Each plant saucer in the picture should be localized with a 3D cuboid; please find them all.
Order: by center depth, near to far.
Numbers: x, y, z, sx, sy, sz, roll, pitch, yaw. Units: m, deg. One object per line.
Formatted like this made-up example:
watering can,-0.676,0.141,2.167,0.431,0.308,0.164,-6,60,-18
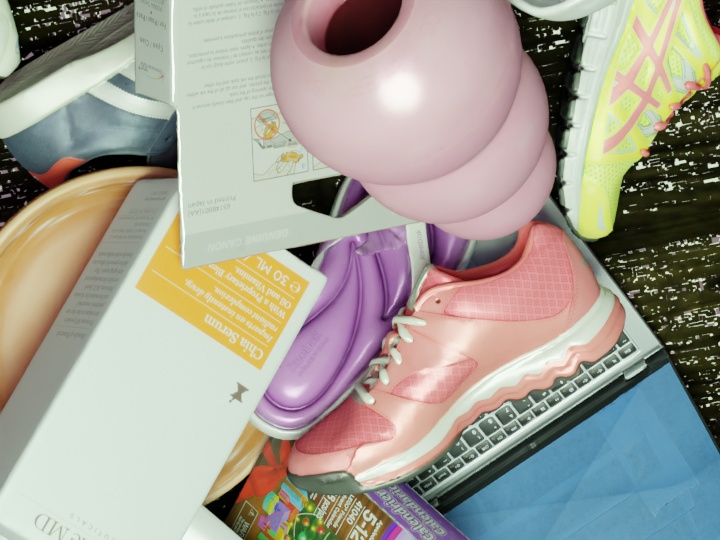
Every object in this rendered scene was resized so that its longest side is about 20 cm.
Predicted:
plant saucer,-0.127,0.040,1.413,0.200,0.037,0.201,-4,102,-20

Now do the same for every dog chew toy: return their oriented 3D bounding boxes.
dog chew toy,0.037,-0.081,1.298,0.124,0.125,0.200,-28,145,11

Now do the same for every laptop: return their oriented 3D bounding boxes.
laptop,0.081,0.093,1.418,0.187,0.116,0.200,-35,107,12

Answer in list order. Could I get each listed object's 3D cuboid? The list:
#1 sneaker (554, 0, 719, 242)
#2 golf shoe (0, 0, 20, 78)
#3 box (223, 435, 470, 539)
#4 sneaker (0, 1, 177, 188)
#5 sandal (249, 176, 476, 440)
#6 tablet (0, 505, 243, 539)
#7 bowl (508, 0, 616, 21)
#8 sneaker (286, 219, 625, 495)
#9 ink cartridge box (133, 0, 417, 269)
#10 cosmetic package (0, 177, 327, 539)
sneaker,0.156,-0.107,1.376,0.090,0.078,0.200,12,106,-2
golf shoe,-0.280,-0.108,1.408,0.200,0.078,0.097,-22,110,11
box,-0.027,0.193,1.445,0.137,0.039,0.200,40,120,22
sneaker,-0.101,-0.105,1.401,0.200,0.075,0.085,-27,111,16
sandal,0.007,0.004,1.397,0.082,0.050,0.203,30,82,2
tablet,-0.108,0.193,1.390,0.200,0.014,0.130,41,88,-2
bowl,0.125,-0.236,1.309,0.200,0.075,0.200,-39,63,13
sneaker,0.038,0.042,1.367,0.200,0.074,0.087,-32,107,-5
ink cartridge box,-0.022,-0.105,1.346,0.200,0.045,0.177,-12,111,-33
cosmetic package,-0.115,0.061,1.344,0.101,0.071,0.200,34,77,-22
